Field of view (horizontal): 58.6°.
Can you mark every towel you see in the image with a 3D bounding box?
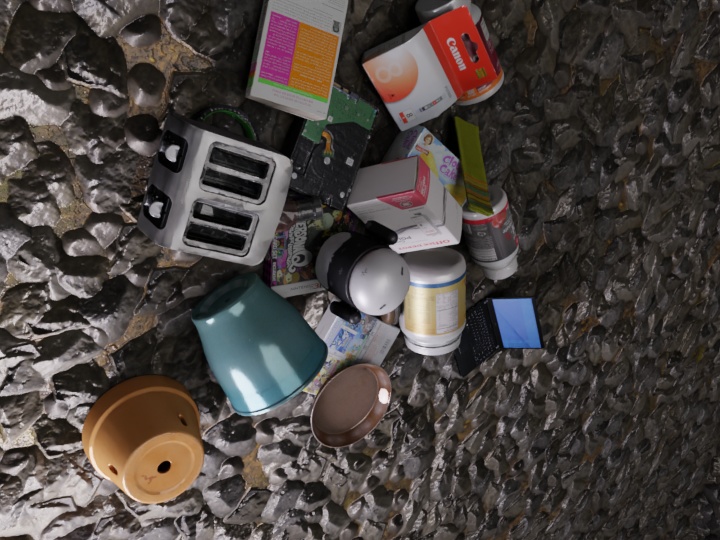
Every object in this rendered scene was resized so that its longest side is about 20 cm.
[{"bbox_3d":[0.230,-0.212,1.303,0.086,0.018,0.200,10,68,-50],"label":"towel"}]

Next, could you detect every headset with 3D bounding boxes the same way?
[{"bbox_3d":[-0.246,-0.171,1.035,0.123,0.094,0.200,39,70,-36],"label":"headset"}]

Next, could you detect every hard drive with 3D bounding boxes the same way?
[{"bbox_3d":[-0.057,-0.222,1.132,0.140,0.038,0.200,21,88,-36],"label":"hard drive"}]

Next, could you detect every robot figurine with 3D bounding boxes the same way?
[{"bbox_3d":[0.001,0.002,1.143,0.125,0.200,0.151,-24,122,-29],"label":"robot figurine"}]

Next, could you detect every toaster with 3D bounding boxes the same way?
[{"bbox_3d":[-0.209,-0.112,0.949,0.200,0.119,0.181,13,103,-33],"label":"toaster"}]

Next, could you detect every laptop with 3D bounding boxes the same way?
[{"bbox_3d":[0.333,0.165,1.569,0.200,0.103,0.177,-35,126,-19],"label":"laptop"}]

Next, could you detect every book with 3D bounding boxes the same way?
[{"bbox_3d":[-0.101,-0.358,1.030,0.133,0.048,0.200,12,91,-31],"label":"book"}]

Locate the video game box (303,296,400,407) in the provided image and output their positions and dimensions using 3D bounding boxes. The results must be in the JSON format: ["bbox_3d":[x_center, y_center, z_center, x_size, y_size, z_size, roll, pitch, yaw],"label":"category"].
[{"bbox_3d":[-0.032,0.176,1.345,0.182,0.047,0.200,28,92,-43],"label":"video game box"}]

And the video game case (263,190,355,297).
[{"bbox_3d":[-0.094,-0.054,1.204,0.181,0.036,0.200,-10,115,-34],"label":"video game case"}]

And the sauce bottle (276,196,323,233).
[{"bbox_3d":[-0.165,-0.091,1.086,0.200,0.066,0.066,-13,118,-13],"label":"sauce bottle"}]

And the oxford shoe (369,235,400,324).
[{"bbox_3d":[0.024,0.031,1.310,0.084,0.073,0.200,-29,112,-21],"label":"oxford shoe"}]

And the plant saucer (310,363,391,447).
[{"bbox_3d":[-0.024,0.277,1.348,0.200,0.034,0.201,-16,120,-29],"label":"plant saucer"}]

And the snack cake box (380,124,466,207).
[{"bbox_3d":[0.138,-0.193,1.291,0.200,0.067,0.115,31,91,-41],"label":"snack cake box"}]

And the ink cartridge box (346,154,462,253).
[{"bbox_3d":[0.089,-0.118,1.211,0.200,0.146,0.083,40,50,-48],"label":"ink cartridge box"}]

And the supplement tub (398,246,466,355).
[{"bbox_3d":[0.151,0.063,1.364,0.144,0.145,0.200,-20,121,-28],"label":"supplement tub"}]

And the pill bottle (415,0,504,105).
[{"bbox_3d":[0.184,-0.420,1.193,0.114,0.114,0.200,-44,129,-12],"label":"pill bottle"}]

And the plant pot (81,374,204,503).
[{"bbox_3d":[-0.357,0.300,1.103,0.200,0.140,0.200,-16,119,-31],"label":"plant pot"}]

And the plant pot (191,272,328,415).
[{"bbox_3d":[-0.189,0.115,1.121,0.200,0.200,0.188,-38,112,-17],"label":"plant pot"}]

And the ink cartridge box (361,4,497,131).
[{"bbox_3d":[0.126,-0.354,1.148,0.162,0.200,0.050,52,32,-39],"label":"ink cartridge box"}]

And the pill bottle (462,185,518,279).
[{"bbox_3d":[0.288,-0.079,1.423,0.111,0.111,0.200,-37,127,-17],"label":"pill bottle"}]
